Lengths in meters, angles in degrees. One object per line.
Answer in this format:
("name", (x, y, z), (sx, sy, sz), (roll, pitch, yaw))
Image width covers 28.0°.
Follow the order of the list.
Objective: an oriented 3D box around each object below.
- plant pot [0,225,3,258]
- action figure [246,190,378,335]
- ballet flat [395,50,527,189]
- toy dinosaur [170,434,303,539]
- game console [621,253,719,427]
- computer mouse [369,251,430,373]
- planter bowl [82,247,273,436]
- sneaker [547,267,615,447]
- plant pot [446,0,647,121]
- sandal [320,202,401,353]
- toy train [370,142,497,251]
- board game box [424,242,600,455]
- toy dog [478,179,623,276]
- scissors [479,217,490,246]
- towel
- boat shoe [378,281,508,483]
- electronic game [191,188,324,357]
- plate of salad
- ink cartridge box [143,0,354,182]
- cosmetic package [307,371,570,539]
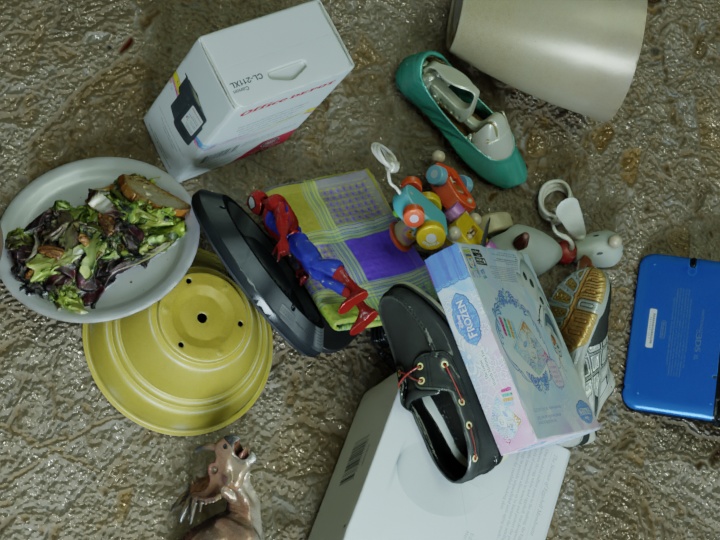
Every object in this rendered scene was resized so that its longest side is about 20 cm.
("plant pot", (-0.412, -0.077, 1.314), (0.200, 0.200, 0.175), (21, 46, -17))
("action figure", (-0.058, -0.018, 1.437), (0.052, 0.065, 0.200), (-37, 53, -2))
("ballet flat", (0.124, -0.173, 1.640), (0.200, 0.070, 0.067), (44, 60, -6))
("toy dinosaur", (-0.142, 0.266, 1.365), (0.135, 0.086, 0.200), (36, 78, 2))
("game console", (0.403, 0.100, 1.704), (0.170, 0.118, 0.200), (7, 65, 11))
("computer mouse", (0.106, 0.079, 1.548), (0.200, 0.046, 0.141), (40, 61, -15))
("planter bowl", (-0.167, 0.056, 1.421), (0.200, 0.083, 0.201), (8, 69, -21))
("sneaker", (0.242, 0.097, 1.585), (0.088, 0.076, 0.200), (15, 92, -37))
("plant pot", (0.206, -0.283, 1.670), (0.199, 0.187, 0.188), (10, 68, -6))
("sandal", (0.000, 0.000, 1.538), (0.075, 0.045, 0.200), (38, 61, -8))
("toy train", (0.071, -0.067, 1.545), (0.200, 0.056, 0.150), (9, 45, -57))
("board game box", (0.152, 0.076, 1.414), (0.200, 0.043, 0.199), (6, 59, -64))
("toy dog", (0.216, -0.031, 1.618), (0.200, 0.096, 0.132), (-29, 86, -29))
("scissors", (0.115, 0.032, 1.481), (0.073, 0.014, 0.200), (55, 41, -25))
("towel", (-0.010, -0.025, 1.515), (0.143, 0.023, 0.200), (-10, 54, -26))
("boat shoe", (0.070, 0.106, 1.378), (0.063, 0.074, 0.202), (-22, 84, -41))
("electronic game", (-0.100, 0.002, 1.420), (0.042, 0.200, 0.200), (-37, 90, 5))
("plate of salad", (-0.256, -0.038, 1.395), (0.199, 0.048, 0.200), (0, 56, 0))
("ink cartridge box", (-0.116, -0.180, 1.458), (0.146, 0.200, 0.083), (-24, 83, -29))
("cosmetic package", (0.077, 0.237, 1.444), (0.200, 0.123, 0.200), (29, 61, -11))
